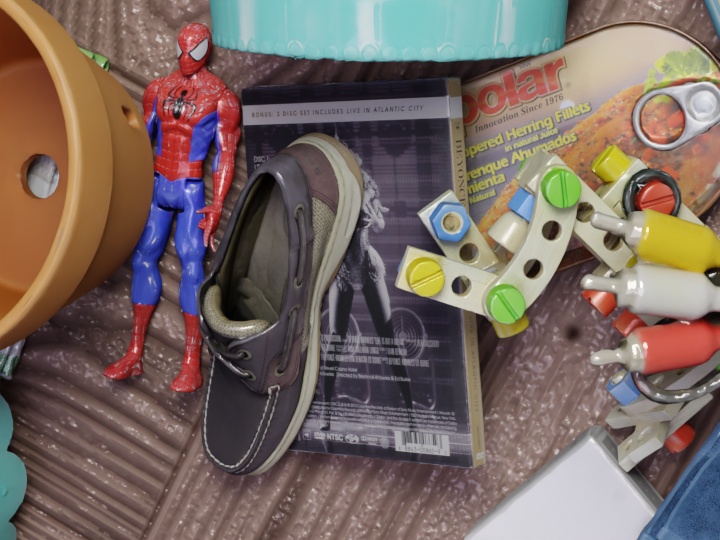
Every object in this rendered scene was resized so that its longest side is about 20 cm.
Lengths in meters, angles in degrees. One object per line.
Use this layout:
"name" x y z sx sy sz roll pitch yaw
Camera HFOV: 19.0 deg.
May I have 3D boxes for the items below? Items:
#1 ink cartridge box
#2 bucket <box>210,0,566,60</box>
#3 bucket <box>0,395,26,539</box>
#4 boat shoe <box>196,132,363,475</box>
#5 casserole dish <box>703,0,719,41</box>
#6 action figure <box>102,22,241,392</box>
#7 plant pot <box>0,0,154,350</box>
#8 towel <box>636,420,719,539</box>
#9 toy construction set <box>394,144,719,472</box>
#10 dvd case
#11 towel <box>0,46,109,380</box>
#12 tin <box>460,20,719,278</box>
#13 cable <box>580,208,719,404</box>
"ink cartridge box" 0.124 0.215 1.154 0.176 0.045 0.200 -41 85 15
"bucket" 0.015 -0.178 1.053 0.205 0.207 0.136 4 102 15
"bucket" -0.305 0.122 1.196 0.206 0.135 0.209 6 106 20
"boat shoe" -0.056 0.022 1.144 0.072 0.065 0.201 36 120 31
"casserole dish" 0.212 -0.164 1.042 0.121 0.039 0.201 -30 61 26
"action figure" -0.102 -0.036 1.185 0.065 0.052 0.202 10 97 19
"plant pot" -0.200 -0.051 1.125 0.198 0.140 0.202 0 90 22
"towel" 0.228 0.089 1.065 0.111 0.048 0.201 35 90 44
"toy construction set" 0.122 0.016 1.073 0.131 0.092 0.200 -47 116 0
"dvd case" 0.000 0.000 1.145 0.148 0.016 0.202 1 99 42
"towel" -0.239 -0.052 1.228 0.148 0.031 0.201 21 102 11
"tin" 0.104 -0.060 1.130 0.199 0.042 0.113 -20 95 17
"cable" 0.201 0.019 1.011 0.198 0.050 0.098 0 100 1
